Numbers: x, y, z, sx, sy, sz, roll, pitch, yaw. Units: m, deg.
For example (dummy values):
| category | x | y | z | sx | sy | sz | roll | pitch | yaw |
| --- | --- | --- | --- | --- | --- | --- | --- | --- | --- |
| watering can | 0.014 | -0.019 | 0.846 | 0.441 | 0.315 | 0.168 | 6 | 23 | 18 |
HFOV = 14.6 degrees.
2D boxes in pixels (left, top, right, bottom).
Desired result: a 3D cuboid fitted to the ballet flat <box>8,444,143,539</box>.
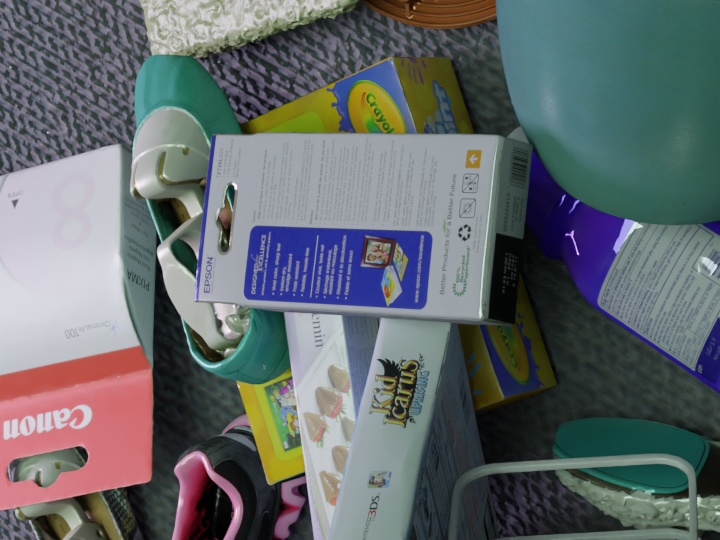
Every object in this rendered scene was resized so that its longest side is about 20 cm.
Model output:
| category | x | y | z | sx | sy | sz | roll | pitch | yaw |
| --- | --- | --- | --- | --- | --- | --- | --- | --- | --- |
| ballet flat | -0.174 | 0.154 | 1.713 | 0.072 | 0.072 | 0.201 | -33 | 77 | 27 |

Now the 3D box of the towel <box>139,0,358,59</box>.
| category | x | y | z | sx | sy | sz | roll | pitch | yaw |
| --- | --- | --- | --- | --- | --- | --- | --- | --- | --- |
| towel | -0.067 | -0.204 | 1.626 | 0.199 | 0.036 | 0.149 | -15 | 87 | 45 |

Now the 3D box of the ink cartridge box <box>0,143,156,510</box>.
| category | x | y | z | sx | sy | sz | roll | pitch | yaw |
| --- | --- | --- | --- | --- | --- | --- | --- | --- | --- |
| ink cartridge box | -0.199 | 0.037 | 1.696 | 0.162 | 0.057 | 0.201 | -13 | 62 | 29 |

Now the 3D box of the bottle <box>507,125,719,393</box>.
| category | x | y | z | sx | sy | sz | roll | pitch | yaw |
| --- | --- | --- | --- | --- | --- | --- | --- | --- | --- |
| bottle | 0.157 | -0.009 | 1.516 | 0.200 | 0.065 | 0.084 | 34 | 108 | 24 |

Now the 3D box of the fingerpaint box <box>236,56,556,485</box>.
| category | x | y | z | sx | sy | sz | roll | pitch | yaw |
| --- | --- | --- | --- | --- | --- | --- | --- | --- | --- |
| fingerpaint box | 0.000 | 0.000 | 1.601 | 0.166 | 0.073 | 0.201 | -23 | 82 | 30 |

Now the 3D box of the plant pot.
| category | x | y | z | sx | sy | sz | roll | pitch | yaw |
| --- | --- | --- | --- | --- | --- | --- | --- | --- | --- |
| plant pot | 0.160 | -0.123 | 1.438 | 0.200 | 0.200 | 0.162 | 23 | 129 | 26 |

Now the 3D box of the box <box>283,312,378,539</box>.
| category | x | y | z | sx | sy | sz | roll | pitch | yaw |
| --- | --- | --- | --- | --- | --- | --- | --- | --- | --- |
| box | -0.013 | 0.049 | 1.547 | 0.038 | 0.041 | 0.202 | -8 | 90 | 30 |

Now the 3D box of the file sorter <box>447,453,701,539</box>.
| category | x | y | z | sx | sy | sz | roll | pitch | yaw |
| --- | --- | --- | --- | --- | --- | --- | --- | --- | --- |
| file sorter | 0.120 | 0.213 | 1.465 | 0.138 | 0.125 | 0.201 | -4 | 120 | 9 |

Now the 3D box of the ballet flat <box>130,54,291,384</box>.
| category | x | y | z | sx | sy | sz | roll | pitch | yaw |
| --- | --- | --- | --- | --- | --- | --- | --- | --- | --- |
| ballet flat | -0.091 | -0.032 | 1.569 | 0.067 | 0.070 | 0.201 | -25 | 81 | 30 |

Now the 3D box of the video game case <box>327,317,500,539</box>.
| category | x | y | z | sx | sy | sz | roll | pitch | yaw |
| --- | --- | --- | --- | --- | --- | --- | --- | --- | --- |
| video game case | 0.031 | 0.153 | 1.483 | 0.045 | 0.182 | 0.201 | -1 | 132 | 13 |

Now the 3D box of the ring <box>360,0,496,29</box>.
| category | x | y | z | sx | sy | sz | roll | pitch | yaw |
| --- | --- | --- | --- | --- | --- | --- | --- | --- | --- |
| ring | 0.046 | -0.237 | 1.577 | 0.199 | 0.019 | 0.202 | 1 | 92 | 29 |

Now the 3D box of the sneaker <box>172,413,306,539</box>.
| category | x | y | z | sx | sy | sz | roll | pitch | yaw |
| --- | --- | --- | --- | --- | --- | --- | --- | --- | --- |
| sneaker | -0.084 | 0.187 | 1.650 | 0.079 | 0.095 | 0.202 | 5 | 97 | 27 |

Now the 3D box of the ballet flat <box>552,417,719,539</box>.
| category | x | y | z | sx | sy | sz | roll | pitch | yaw |
| --- | --- | --- | --- | --- | --- | --- | --- | --- | --- |
| ballet flat | 0.193 | 0.127 | 1.507 | 0.199 | 0.072 | 0.072 | 7 | 96 | 29 |

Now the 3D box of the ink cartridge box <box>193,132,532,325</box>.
| category | x | y | z | sx | sy | sz | roll | pitch | yaw |
| --- | --- | --- | --- | --- | --- | --- | --- | --- | --- |
| ink cartridge box | -0.001 | -0.024 | 1.478 | 0.199 | 0.037 | 0.095 | 3 | 85 | 37 |
